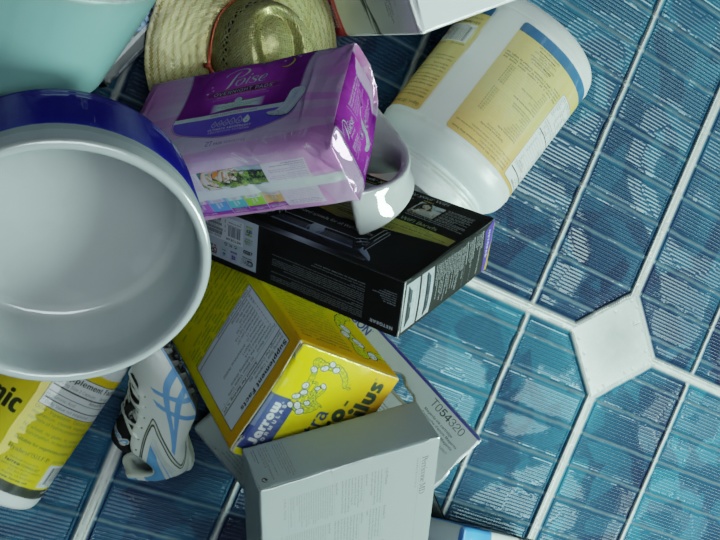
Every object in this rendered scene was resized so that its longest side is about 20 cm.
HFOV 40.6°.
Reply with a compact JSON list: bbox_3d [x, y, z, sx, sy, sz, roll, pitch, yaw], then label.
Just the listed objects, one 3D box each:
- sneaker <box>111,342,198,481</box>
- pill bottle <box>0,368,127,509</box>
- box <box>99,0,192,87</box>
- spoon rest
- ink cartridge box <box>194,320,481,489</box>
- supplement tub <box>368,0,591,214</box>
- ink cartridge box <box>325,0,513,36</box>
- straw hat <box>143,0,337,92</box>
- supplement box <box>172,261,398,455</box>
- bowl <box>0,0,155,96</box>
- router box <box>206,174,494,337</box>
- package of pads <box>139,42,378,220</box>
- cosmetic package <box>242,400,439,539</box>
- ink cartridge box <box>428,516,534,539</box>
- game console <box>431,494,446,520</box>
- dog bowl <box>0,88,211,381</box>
[{"bbox_3d":[-0.184,0.124,0.858,0.072,0.072,0.200,-18,141,-23],"label":"sneaker"},{"bbox_3d":[-0.270,0.092,0.834,0.111,0.111,0.200,36,85,-24],"label":"pill bottle"},{"bbox_3d":[-0.206,-0.282,0.824,0.200,0.046,0.159,-48,114,-8],"label":"box"},{"bbox_3d":[0.004,-0.106,0.830,0.060,0.200,0.100,-13,129,-3],"label":"spoon rest"},{"bbox_3d":[-0.022,0.160,0.937,0.200,0.043,0.196,-40,77,-11],"label":"ink cartridge box"},{"bbox_3d":[0.109,-0.146,0.930,0.145,0.145,0.200,40,84,-24],"label":"supplement tub"},{"bbox_3d":[0.060,-0.266,0.855,0.145,0.200,0.085,-24,108,-17],"label":"ink cartridge box"},{"bbox_3d":[-0.084,-0.185,0.836,0.201,0.085,0.202,-10,111,-28],"label":"straw hat"},{"bbox_3d":[-0.076,0.066,0.842,0.109,0.200,0.109,24,106,-37],"label":"supplement box"},{"bbox_3d":[-0.254,-0.190,0.710,0.200,0.201,0.105,9,119,-24],"label":"bowl"},{"bbox_3d":[-0.010,-0.029,0.824,0.157,0.200,0.052,-32,137,-50],"label":"router box"},{"bbox_3d":[-0.088,-0.104,0.765,0.076,0.199,0.121,60,31,-45],"label":"package of pads"},{"bbox_3d":[-0.018,0.213,0.807,0.150,0.052,0.200,-11,128,-19],"label":"cosmetic package"},{"bbox_3d":[0.129,0.346,1.021,0.200,0.084,0.146,23,73,-40],"label":"ink cartridge box"},{"bbox_3d":[0.034,0.328,1.001,0.170,0.118,0.200,-27,110,-9],"label":"game console"},{"bbox_3d":[-0.209,-0.021,0.680,0.199,0.079,0.201,-9,128,-12],"label":"dog bowl"}]
